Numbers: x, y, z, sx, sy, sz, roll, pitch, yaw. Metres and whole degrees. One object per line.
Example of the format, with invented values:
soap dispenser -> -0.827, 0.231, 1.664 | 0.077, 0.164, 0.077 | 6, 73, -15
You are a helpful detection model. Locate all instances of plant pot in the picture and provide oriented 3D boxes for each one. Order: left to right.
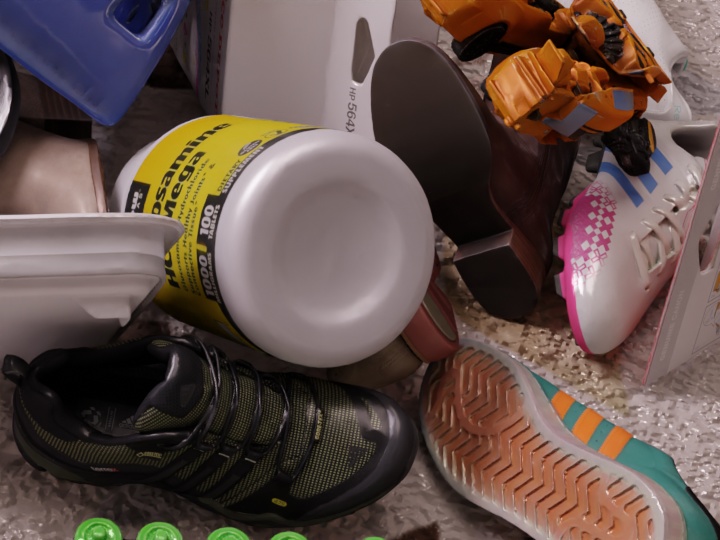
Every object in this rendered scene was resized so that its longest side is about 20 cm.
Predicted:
plant pot -> -0.170, -0.223, 1.199 | 0.200, 0.180, 0.200 | 39, 4, -27

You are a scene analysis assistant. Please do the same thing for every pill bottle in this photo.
pill bottle -> -0.054, -0.020, 1.112 | 0.112, 0.114, 0.200 | -11, 11, -25

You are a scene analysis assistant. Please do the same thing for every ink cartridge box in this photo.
ink cartridge box -> -0.032, -0.159, 1.289 | 0.124, 0.130, 0.200 | -1, 24, -15
ink cartridge box -> 0.221, -0.051, 1.200 | 0.175, 0.201, 0.045 | -22, 48, -35

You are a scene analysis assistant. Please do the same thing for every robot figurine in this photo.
robot figurine -> 0.106, -0.119, 1.194 | 0.146, 0.058, 0.200 | 56, 23, 15

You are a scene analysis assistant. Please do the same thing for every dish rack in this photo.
dish rack -> -0.180, 0.019, 1.049 | 0.170, 0.200, 0.044 | -3, 77, -18

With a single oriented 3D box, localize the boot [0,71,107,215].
boot -> -0.214, -0.048, 1.197 | 0.145, 0.071, 0.201 | -3, 35, -12

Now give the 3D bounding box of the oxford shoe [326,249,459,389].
oxford shoe -> 0.000, 0.000, 1.190 | 0.074, 0.071, 0.200 | -33, 21, 11

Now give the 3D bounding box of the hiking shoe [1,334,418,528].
hiking shoe -> -0.071, 0.074, 1.042 | 0.198, 0.101, 0.076 | 4, 73, 0

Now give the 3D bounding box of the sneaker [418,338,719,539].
sneaker -> 0.105, 0.103, 1.099 | 0.080, 0.072, 0.200 | 22, 13, -42

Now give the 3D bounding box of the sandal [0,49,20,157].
sandal -> -0.250, -0.050, 1.141 | 0.076, 0.043, 0.200 | 31, 69, 23

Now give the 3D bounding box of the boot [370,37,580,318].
boot -> 0.074, -0.101, 1.259 | 0.064, 0.187, 0.201 | -8, 35, 24

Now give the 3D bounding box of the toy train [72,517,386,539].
toy train -> -0.044, 0.151, 1.018 | 0.198, 0.042, 0.057 | 5, 50, -9

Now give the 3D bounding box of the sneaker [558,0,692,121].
sneaker -> 0.173, -0.157, 1.435 | 0.088, 0.075, 0.201 | 15, 43, -16

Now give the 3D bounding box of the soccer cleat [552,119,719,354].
soccer cleat -> 0.164, -0.029, 1.247 | 0.086, 0.070, 0.201 | -8, 32, 22
